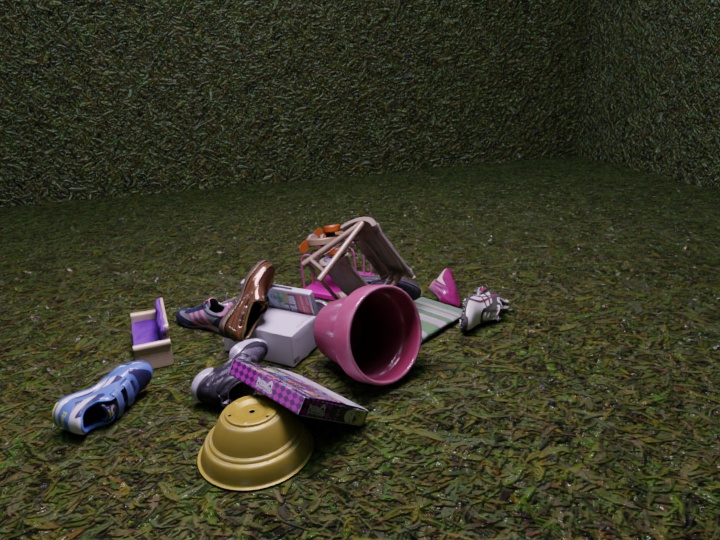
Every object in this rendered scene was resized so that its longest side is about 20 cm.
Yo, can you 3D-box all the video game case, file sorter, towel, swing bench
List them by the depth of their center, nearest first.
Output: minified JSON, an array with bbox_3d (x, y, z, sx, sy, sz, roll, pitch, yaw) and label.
[{"bbox_3d":[-0.111,0.220,1.021,0.198,0.036,0.181,17,-8,41],"label":"video game case"},{"bbox_3d":[-0.186,0.095,1.348,0.197,0.144,0.017,8,38,27],"label":"video game case"},{"bbox_3d":[0.000,0.000,1.393,0.200,0.199,0.130,-43,30,-7],"label":"swing bench"},{"bbox_3d":[0.152,0.120,1.414,0.151,0.024,0.199,16,26,39],"label":"towel"},{"bbox_3d":[-0.066,-0.013,1.648,0.137,0.127,0.200,8,23,28],"label":"file sorter"}]

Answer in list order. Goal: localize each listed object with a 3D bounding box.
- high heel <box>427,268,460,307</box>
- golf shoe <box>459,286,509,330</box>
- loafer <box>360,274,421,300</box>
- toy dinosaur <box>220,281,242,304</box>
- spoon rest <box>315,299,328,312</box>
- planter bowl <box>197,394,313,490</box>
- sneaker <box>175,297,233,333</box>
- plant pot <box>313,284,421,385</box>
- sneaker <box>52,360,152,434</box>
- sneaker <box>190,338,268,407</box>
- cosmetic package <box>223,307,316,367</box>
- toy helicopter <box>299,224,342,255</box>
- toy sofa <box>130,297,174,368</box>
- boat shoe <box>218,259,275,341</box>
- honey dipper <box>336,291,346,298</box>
[{"bbox_3d":[0.250,0.051,1.565,0.096,0.068,0.200,38,15,9],"label":"high heel"},{"bbox_3d":[0.303,0.094,1.391,0.087,0.078,0.200,16,27,26],"label":"golf shoe"},{"bbox_3d":[0.066,0.038,1.536,0.197,0.073,0.063,5,31,-7],"label":"loafer"},{"bbox_3d":[-0.334,0.075,1.567,0.198,0.048,0.088,-18,32,-29],"label":"toy dinosaur"},{"bbox_3d":[-0.126,0.117,1.376,0.198,0.101,0.060,-2,23,47],"label":"spoon rest"},{"bbox_3d":[-0.180,0.270,0.957,0.197,0.085,0.201,-2,21,1],"label":"planter bowl"},{"bbox_3d":[-0.390,0.103,1.438,0.197,0.083,0.070,7,22,24],"label":"sneaker"},{"bbox_3d":[0.000,0.129,1.188,0.198,0.203,0.178,-18,10,-37],"label":"plant pot"},{"bbox_3d":[-0.475,0.246,1.083,0.081,0.075,0.199,14,33,34],"label":"sneaker"},{"bbox_3d":[-0.234,0.212,1.141,0.113,0.076,0.199,12,31,33],"label":"sneaker"},{"bbox_3d":[-0.207,0.145,1.301,0.197,0.082,0.113,6,23,24],"label":"cosmetic package"},{"bbox_3d":[-0.091,-0.089,1.606,0.130,0.080,0.200,-7,8,20],"label":"toy helicopter"},{"bbox_3d":[-0.491,0.144,1.319,0.082,0.099,0.200,-10,22,-21],"label":"toy sofa"},{"bbox_3d":[-0.232,0.070,1.254,0.067,0.072,0.202,11,63,29],"label":"boat shoe"},{"bbox_3d":[0.022,0.060,1.576,0.198,0.039,0.038,-13,22,-33],"label":"honey dipper"}]
